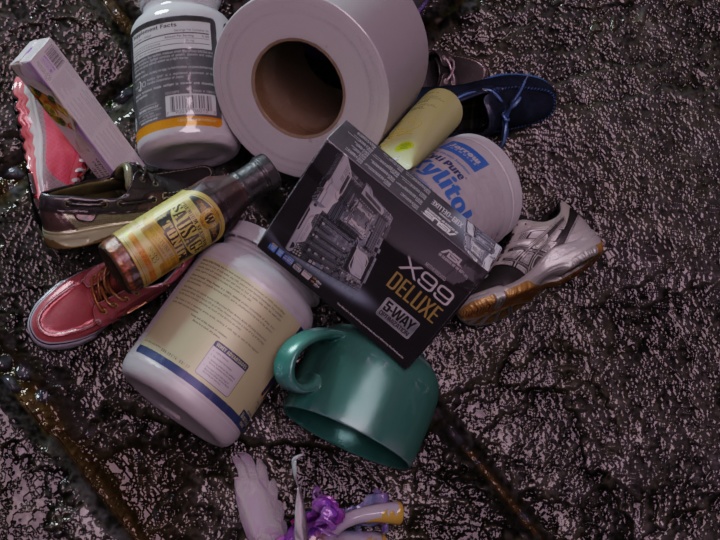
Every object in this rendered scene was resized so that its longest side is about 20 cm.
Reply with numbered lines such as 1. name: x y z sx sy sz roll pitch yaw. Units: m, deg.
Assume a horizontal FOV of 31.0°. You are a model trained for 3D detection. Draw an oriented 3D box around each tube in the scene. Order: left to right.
1. tube: 0.054 -0.134 1.343 0.051 0.058 0.200 31 36 7

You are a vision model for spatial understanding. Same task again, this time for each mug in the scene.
1. mug: 0.004 0.119 1.351 0.150 0.185 0.116 20 73 17

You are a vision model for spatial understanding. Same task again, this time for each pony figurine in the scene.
1. pony figurine: -0.053 0.283 1.334 0.197 0.166 0.197 0 84 -26

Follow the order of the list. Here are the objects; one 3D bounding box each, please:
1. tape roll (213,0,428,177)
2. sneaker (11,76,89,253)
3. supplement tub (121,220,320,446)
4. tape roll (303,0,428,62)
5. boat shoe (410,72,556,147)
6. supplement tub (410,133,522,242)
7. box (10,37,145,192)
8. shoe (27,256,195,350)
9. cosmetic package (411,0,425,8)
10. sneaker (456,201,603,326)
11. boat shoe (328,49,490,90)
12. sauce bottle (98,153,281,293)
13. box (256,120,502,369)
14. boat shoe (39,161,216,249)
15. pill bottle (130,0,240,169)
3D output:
1. tape roll: -0.040 -0.217 1.379 0.202 0.203 0.139 38 35 0
2. sneaker: -0.321 -0.121 1.405 0.085 0.074 0.203 -11 79 -14
3. supplement tub: -0.139 0.065 1.357 0.144 0.145 0.201 35 74 -1
4. tape roll: -0.013 -0.349 1.507 0.196 0.085 0.204 3 76 -10
5. boat shoe: 0.138 -0.175 1.491 0.197 0.069 0.085 -13 122 -12
6. supplement tub: 0.069 -0.059 1.394 0.199 0.132 0.133 -30 83 -42
7. box: -0.292 -0.155 1.375 0.201 0.038 0.042 56 52 -33
8. shoe: -0.263 0.015 1.374 0.198 0.091 0.072 -28 83 -15
9. cosmetic package: 0.014 -0.387 1.434 0.200 0.085 0.108 43 76 0
10. sneaker: 0.178 -0.009 1.477 0.198 0.076 0.088 -26 73 -22
11. boat shoe: 0.061 -0.223 1.505 0.196 0.057 0.068 -5 78 -11
12. sauce bottle: -0.171 -0.054 1.329 0.199 0.066 0.066 -36 85 -18
13. box: 0.017 -0.023 1.268 0.199 0.158 0.050 40 39 1
14. boat shoe: -0.240 -0.080 1.358 0.198 0.072 0.067 -19 123 -21
15. pill bottle: -0.194 -0.222 1.429 0.114 0.116 0.204 -3 77 -11
